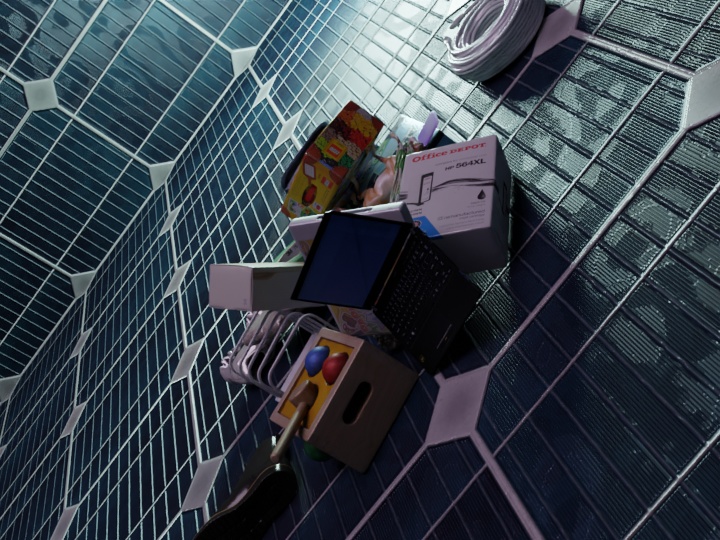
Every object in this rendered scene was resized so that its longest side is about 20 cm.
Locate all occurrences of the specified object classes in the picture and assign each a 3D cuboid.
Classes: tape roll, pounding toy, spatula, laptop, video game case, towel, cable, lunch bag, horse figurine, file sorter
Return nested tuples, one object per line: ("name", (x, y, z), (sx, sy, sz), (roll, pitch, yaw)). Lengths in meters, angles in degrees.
("tape roll", (-0.083, -0.038, 1.851), (0.200, 0.048, 0.200), (-37, 12, 9))
("pounding toy", (-0.047, 0.188, 1.421), (0.200, 0.142, 0.184), (-60, 22, -10))
("spatula", (0.070, -0.191, 1.743), (0.200, 0.021, 0.057), (-45, 30, 25))
("laptop", (0.029, 0.033, 1.327), (0.103, 0.200, 0.177), (-25, -27, -38))
("video game case", (0.016, 0.005, 1.403), (0.182, 0.200, 0.023), (-7, 33, 32))
("towel", (-0.122, 0.052, 1.834), (0.133, 0.034, 0.200), (-28, 18, 51))
("cable", (0.233, -0.416, 1.775), (0.200, 0.069, 0.200), (-40, 28, 32))
("lunch bag", (-0.068, -0.202, 2.024), (0.170, 0.127, 0.200), (-56, 15, -5))
("horse figurine", (0.034, -0.148, 1.710), (0.200, 0.050, 0.133), (-55, 38, 12))
("towel", (0.080, -0.082, 1.549), (0.023, 0.153, 0.200), (-10, 41, 18))
("file sorter", (-0.106, 0.140, 1.634), (0.139, 0.124, 0.200), (-61, 23, -11))

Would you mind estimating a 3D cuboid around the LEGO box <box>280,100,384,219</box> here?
("LEGO box", (-0.052, -0.180, 1.797), (0.149, 0.077, 0.200), (-54, -1, -31))

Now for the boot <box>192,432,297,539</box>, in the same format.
("boot", (-0.178, 0.351, 1.576), (0.200, 0.077, 0.138), (-40, 20, 5))

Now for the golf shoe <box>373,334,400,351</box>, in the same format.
("golf shoe", (0.044, 0.016, 1.512), (0.078, 0.097, 0.200), (-14, 89, 55))

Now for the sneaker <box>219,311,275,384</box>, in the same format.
("sneaker", (-0.180, 0.125, 1.892), (0.081, 0.075, 0.200), (5, 65, 49))

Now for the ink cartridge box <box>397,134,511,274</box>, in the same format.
("ink cartridge box", (0.131, -0.089, 1.444), (0.146, 0.084, 0.200), (-11, 42, 20))

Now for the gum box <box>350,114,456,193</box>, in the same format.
("gum box", (0.072, -0.184, 1.815), (0.170, 0.045, 0.200), (-55, 23, 3))

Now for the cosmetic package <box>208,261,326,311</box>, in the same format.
("cosmetic package", (-0.137, 0.024, 1.652), (0.105, 0.200, 0.071), (4, 94, 39))
